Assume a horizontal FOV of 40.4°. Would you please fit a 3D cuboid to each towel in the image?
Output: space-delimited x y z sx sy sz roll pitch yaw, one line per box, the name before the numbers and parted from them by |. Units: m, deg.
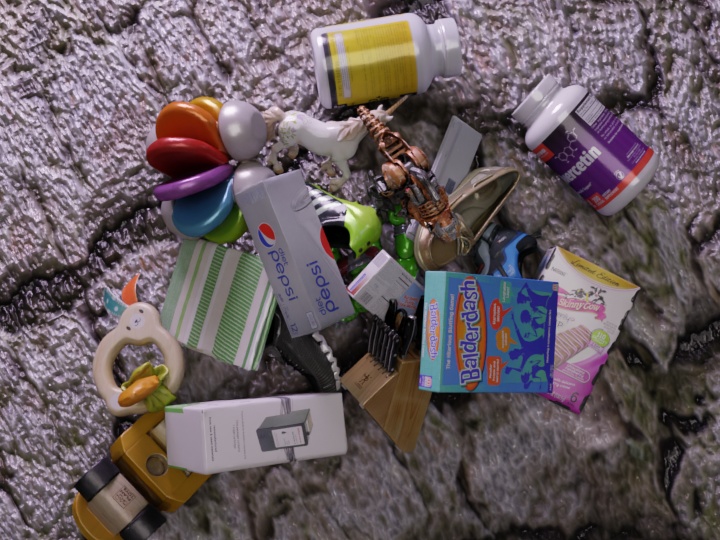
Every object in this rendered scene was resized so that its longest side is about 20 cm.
towel | -0.191 0.043 1.326 0.200 0.023 0.153 14 87 40

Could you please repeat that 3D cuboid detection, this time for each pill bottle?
pill bottle | 0.310 -0.178 1.366 0.200 0.112 0.113 42 87 0
pill bottle | 0.035 -0.294 1.358 0.199 0.112 0.112 -10 89 -2

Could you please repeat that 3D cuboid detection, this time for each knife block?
knife block | 0.069 0.130 1.317 0.175 0.064 0.200 -41 133 -6

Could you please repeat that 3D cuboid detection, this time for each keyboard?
keyboard | 0.119 -0.121 1.372 0.056 0.011 0.201 33 68 -28

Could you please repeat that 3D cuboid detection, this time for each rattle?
rattle | -0.314 0.087 1.296 0.130 0.143 0.201 -11 76 18

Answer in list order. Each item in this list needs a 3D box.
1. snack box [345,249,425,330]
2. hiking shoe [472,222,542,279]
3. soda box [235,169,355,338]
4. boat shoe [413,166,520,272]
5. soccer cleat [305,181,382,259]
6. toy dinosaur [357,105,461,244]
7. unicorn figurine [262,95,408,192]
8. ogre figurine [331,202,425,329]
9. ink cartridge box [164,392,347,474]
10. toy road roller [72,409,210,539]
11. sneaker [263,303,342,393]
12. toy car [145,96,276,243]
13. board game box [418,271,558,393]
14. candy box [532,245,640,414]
snack box | 0.060 0.048 1.319 0.072 0.200 0.024 -47 48 1
hiking shoe | 0.191 0.034 1.365 0.086 0.074 0.201 12 88 17
soda box | -0.082 -0.021 1.244 0.068 0.063 0.201 -22 92 -43
boat shoe | 0.147 -0.074 1.342 0.201 0.063 0.073 -45 112 -30
soccer cleat | -0.063 -0.072 1.328 0.200 0.068 0.081 20 55 33
toy dinosaur | 0.064 -0.126 1.274 0.102 0.136 0.201 -13 87 -9
unicorn figurine | -0.045 -0.179 1.344 0.199 0.138 0.074 6 51 -14
ogre figurine | 0.000 0.000 1.358 0.199 0.098 0.120 -23 78 -14
ink cartridge box | -0.138 0.210 1.285 0.199 0.145 0.084 -2 85 -31
toy road roller | -0.304 0.290 1.340 0.123 0.146 0.200 46 50 0
sneaker | -0.093 0.105 1.343 0.090 0.066 0.201 -29 108 -23
toy car | -0.214 -0.130 1.300 0.175 0.150 0.201 -11 95 26
board game box | 0.171 0.083 1.280 0.199 0.045 0.153 4 88 -33
candy box | 0.287 0.084 1.384 0.136 0.061 0.201 26 87 -1
